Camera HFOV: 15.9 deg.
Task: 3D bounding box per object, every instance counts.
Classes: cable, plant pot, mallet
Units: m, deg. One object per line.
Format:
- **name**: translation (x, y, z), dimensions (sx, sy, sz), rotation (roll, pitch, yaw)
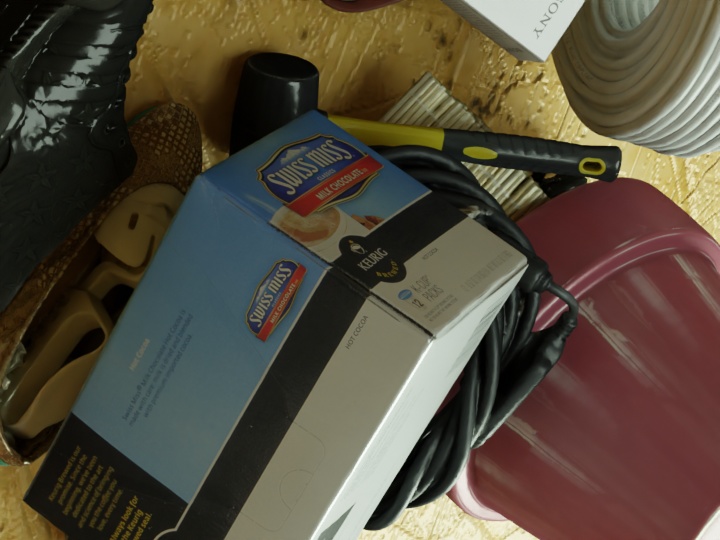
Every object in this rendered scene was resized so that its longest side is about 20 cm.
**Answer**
- **cable**: translation (-0.002, 0.036, 1.278), dimensions (0.200, 0.163, 0.051), rotation (-48, -176, 20)
- **plant pot**: translation (0.148, 0.080, 1.357), dimensions (0.200, 0.179, 0.200), rotation (-31, 145, -24)
- **mallet**: translation (0.030, -0.056, 1.300), dimensions (0.200, 0.041, 0.066), rotation (13, 114, -13)
- **cable**: translation (0.165, -0.159, 1.322), dimensions (0.069, 0.200, 0.200), rotation (9, 91, -23)

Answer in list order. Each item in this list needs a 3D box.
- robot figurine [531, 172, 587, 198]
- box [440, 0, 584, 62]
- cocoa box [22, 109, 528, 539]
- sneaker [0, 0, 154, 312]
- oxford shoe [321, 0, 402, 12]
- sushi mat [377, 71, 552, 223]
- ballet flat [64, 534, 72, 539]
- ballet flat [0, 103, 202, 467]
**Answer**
- **robot figurine**: translation (0.071, 0.008, 1.432), dimensions (0.200, 0.058, 0.145), rotation (14, 103, -48)
- **box**: translation (0.047, -0.212, 1.227), dimensions (0.200, 0.036, 0.144), rotation (35, 87, -21)
- **cocoa box**: translation (-0.040, 0.051, 1.200), dimensions (0.200, 0.131, 0.133), rotation (-60, 169, 26)
- **sneaker**: translation (-0.133, -0.081, 1.179), dimensions (0.200, 0.060, 0.104), rotation (-48, 137, -5)
- **oxford shoe**: translation (0.060, -0.187, 1.301), dimensions (0.200, 0.070, 0.075), rotation (-33, 173, -7)
- **sushi mat**: translation (0.000, 0.000, 1.330), dimensions (0.096, 0.012, 0.200), rotation (44, 91, -11)
- **ballet flat**: translation (-0.063, 0.107, 1.346), dimensions (0.200, 0.066, 0.057), rotation (-23, 156, -32)
- **ballet flat**: translation (-0.124, 0.013, 1.234), dimensions (0.071, 0.065, 0.200), rotation (36, 85, -45)
